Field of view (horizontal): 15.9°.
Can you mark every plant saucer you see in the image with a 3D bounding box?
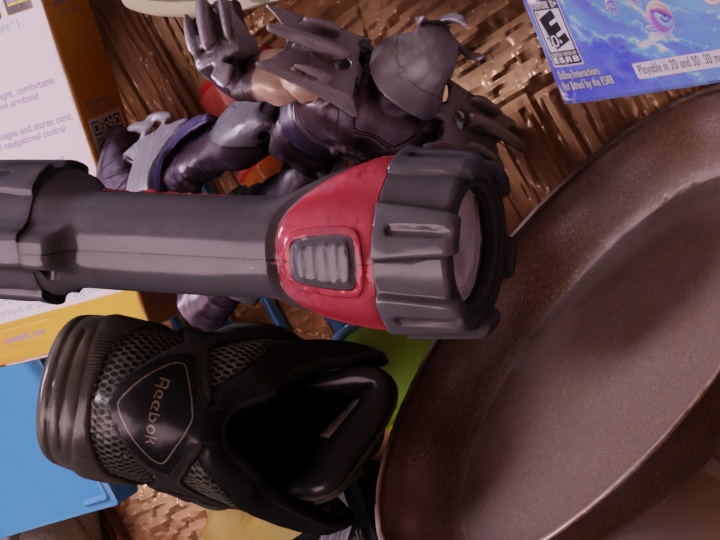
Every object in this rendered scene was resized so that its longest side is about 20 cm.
[{"bbox_3d":[0.082,0.025,0.845,0.032,0.201,0.200,37,155,-19],"label":"plant saucer"}]

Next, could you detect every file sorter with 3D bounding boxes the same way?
[{"bbox_3d":[-0.142,0.034,1.225,0.200,0.122,0.139,-22,97,59],"label":"file sorter"}]

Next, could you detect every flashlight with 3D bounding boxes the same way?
[{"bbox_3d":[-0.047,-0.013,0.913,0.199,0.068,0.068,3,148,25],"label":"flashlight"}]

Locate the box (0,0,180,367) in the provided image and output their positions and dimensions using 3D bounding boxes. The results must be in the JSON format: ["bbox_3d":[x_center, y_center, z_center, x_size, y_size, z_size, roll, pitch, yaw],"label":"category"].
[{"bbox_3d":[-0.157,-0.061,1.067,0.119,0.041,0.201,-14,96,27],"label":"box"}]

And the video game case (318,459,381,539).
[{"bbox_3d":[-0.014,0.174,0.936,0.200,0.025,0.181,-121,48,-81],"label":"video game case"}]

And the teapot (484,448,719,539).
[{"bbox_3d":[0.128,0.121,0.896,0.200,0.146,0.197,33,173,-12],"label":"teapot"}]

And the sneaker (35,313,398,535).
[{"bbox_3d":[-0.028,0.060,0.962,0.114,0.199,0.077,14,87,22],"label":"sneaker"}]

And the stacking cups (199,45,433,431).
[{"bbox_3d":[0.000,0.000,1.051,0.200,0.060,0.060,57,149,5],"label":"stacking cups"}]

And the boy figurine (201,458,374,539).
[{"bbox_3d":[-0.042,0.140,1.227,0.200,0.064,0.125,113,140,-50],"label":"boy figurine"}]

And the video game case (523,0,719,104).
[{"bbox_3d":[0.101,-0.149,0.789,0.200,0.045,0.182,-5,111,57],"label":"video game case"}]

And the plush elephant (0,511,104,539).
[{"bbox_3d":[-0.231,0.129,1.403,0.165,0.155,0.200,41,146,27],"label":"plush elephant"}]

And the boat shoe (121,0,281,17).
[{"bbox_3d":[-0.023,-0.139,0.958,0.200,0.075,0.069,-2,114,44],"label":"boat shoe"}]

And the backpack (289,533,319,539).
[{"bbox_3d":[0.029,0.215,1.119,0.177,0.150,0.200,36,147,32],"label":"backpack"}]

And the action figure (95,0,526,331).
[{"bbox_3d":[-0.024,-0.051,0.961,0.130,0.070,0.200,33,142,-23],"label":"action figure"}]
